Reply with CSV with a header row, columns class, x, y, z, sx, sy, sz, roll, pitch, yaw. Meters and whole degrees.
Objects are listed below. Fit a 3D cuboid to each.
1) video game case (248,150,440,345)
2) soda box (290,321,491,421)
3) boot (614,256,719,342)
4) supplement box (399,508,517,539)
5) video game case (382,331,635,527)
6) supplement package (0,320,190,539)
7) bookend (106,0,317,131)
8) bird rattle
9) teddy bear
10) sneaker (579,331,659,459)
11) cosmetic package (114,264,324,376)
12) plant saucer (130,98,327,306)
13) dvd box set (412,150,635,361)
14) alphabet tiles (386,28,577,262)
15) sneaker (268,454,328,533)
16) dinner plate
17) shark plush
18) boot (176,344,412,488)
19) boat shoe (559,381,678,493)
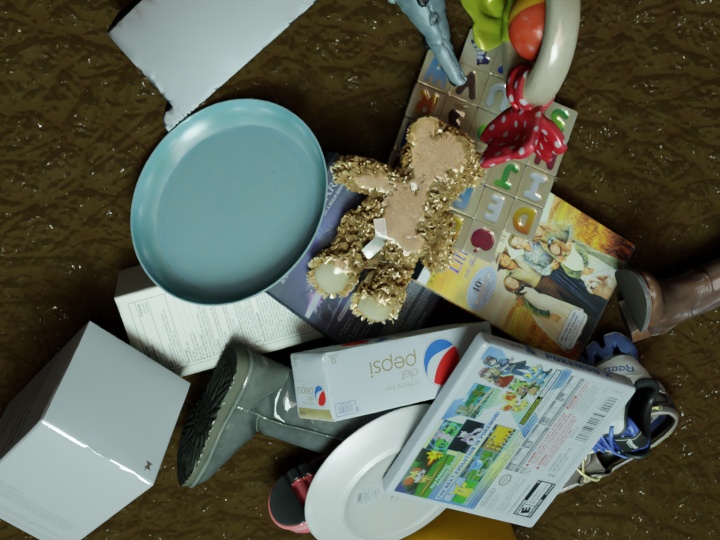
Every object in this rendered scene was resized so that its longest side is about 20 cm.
class,x,y,z,sx,sy,sz,roll,pitch,yaw
video game case,0.000,0.000,1.124,0.199,0.019,0.144,38,80,-35
soda box,0.035,0.095,1.115,0.197,0.068,0.065,-8,90,-33
boot,0.357,0.001,1.158,0.197,0.186,0.065,-22,76,5
supplement box,0.076,0.386,1.291,0.194,0.133,0.203,-5,113,-5
video game case,0.143,0.161,1.132,0.180,0.022,0.201,17,120,-24
supplement package,-0.273,0.163,1.116,0.121,0.121,0.199,34,135,-19
bookend,-0.157,-0.267,1.006,0.199,0.092,0.199,-39,110,11
bird rattle,0.146,-0.197,1.021,0.111,0.203,0.164,11,151,-7
teddy bear,0.032,-0.048,1.076,0.143,0.067,0.203,15,99,-7
sneaker,0.233,0.161,1.205,0.199,0.115,0.081,-42,127,0
cosmetic package,-0.131,0.031,1.146,0.197,0.073,0.105,-14,114,-1
plant saucer,-0.119,-0.061,1.070,0.198,0.202,0.027,-30,155,7
dvd box set,0.165,-0.010,1.167,0.198,0.029,0.148,30,87,-18
alphabet tiles,0.116,-0.119,1.117,0.164,0.006,0.203,20,91,-15
sneaker,-0.007,0.216,1.255,0.198,0.074,0.087,-31,151,-5
dinner plate,0.037,0.219,1.184,0.197,0.024,0.202,-16,131,-19
shark plush,0.041,-0.255,1.040,0.089,0.084,0.203,-14,114,-1
boot,-0.068,0.164,1.168,0.198,0.073,0.183,16,122,-29
boat shoe,0.256,0.194,1.272,0.198,0.060,0.072,-33,114,7
